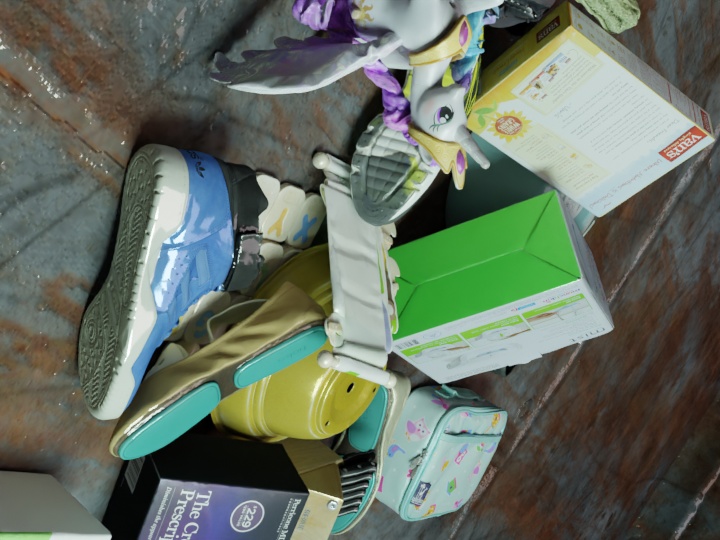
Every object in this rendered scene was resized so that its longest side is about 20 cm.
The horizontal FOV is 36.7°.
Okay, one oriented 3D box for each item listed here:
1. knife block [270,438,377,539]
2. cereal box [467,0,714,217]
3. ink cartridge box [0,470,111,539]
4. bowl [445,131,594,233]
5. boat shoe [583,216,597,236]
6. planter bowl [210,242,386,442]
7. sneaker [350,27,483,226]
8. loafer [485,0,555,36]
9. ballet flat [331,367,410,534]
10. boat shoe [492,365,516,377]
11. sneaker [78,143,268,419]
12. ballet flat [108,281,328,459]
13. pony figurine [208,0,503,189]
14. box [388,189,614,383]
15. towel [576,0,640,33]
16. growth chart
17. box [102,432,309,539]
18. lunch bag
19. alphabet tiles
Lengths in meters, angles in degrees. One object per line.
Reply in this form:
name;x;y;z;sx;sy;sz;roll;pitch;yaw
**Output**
knife block;-0.078;0.191;1.065;0.176;0.197;0.065;-110;-139;-68
cereal box;0.204;-0.139;0.990;0.198;0.040;0.143;29;135;-29
ink cartridge box;-0.286;0.244;0.749;0.202;0.083;0.145;-60;151;3
bowl;0.189;-0.092;1.147;0.200;0.104;0.203;-37;146;-31
boat shoe;0.268;-0.109;1.306;0.071;0.072;0.202;-34;154;-50
planter bowl;-0.035;0.085;0.961;0.200;0.083;0.202;-39;146;-32
sneaker;0.060;-0.123;0.932;0.202;0.074;0.085;-63;158;-7
loafer;0.131;-0.227;0.922;0.064;0.071;0.200;-66;168;18
ballet flat;0.005;0.194;1.184;0.069;0.069;0.203;-7;124;-54
boat shoe;0.218;0.062;1.387;0.201;0.063;0.074;-41;145;-31
sneaker;-0.126;0.015;0.770;0.110;0.076;0.203;5;108;-39
ballet flat;-0.117;0.074;0.846;0.198;0.063;0.069;-29;155;-23
pony figurine;0.014;-0.169;0.728;0.166;0.191;0.203;-23;124;-48
box;0.132;0.026;1.073;0.197;0.098;0.176;-20;156;17
towel;0.159;-0.274;0.893;0.036;0.150;0.199;-38;158;22
growth chart;0.000;0.000;0.912;0.144;0.017;0.203;35;46;-56
box;-0.147;0.244;0.921;0.139;0.079;0.203;11;111;-34
lunch bag;0.099;0.219;1.335;0.199;0.077;0.162;11;108;-60
alphabet tiles;-0.096;0.019;0.901;0.198;0.015;0.199;-62;152;7
